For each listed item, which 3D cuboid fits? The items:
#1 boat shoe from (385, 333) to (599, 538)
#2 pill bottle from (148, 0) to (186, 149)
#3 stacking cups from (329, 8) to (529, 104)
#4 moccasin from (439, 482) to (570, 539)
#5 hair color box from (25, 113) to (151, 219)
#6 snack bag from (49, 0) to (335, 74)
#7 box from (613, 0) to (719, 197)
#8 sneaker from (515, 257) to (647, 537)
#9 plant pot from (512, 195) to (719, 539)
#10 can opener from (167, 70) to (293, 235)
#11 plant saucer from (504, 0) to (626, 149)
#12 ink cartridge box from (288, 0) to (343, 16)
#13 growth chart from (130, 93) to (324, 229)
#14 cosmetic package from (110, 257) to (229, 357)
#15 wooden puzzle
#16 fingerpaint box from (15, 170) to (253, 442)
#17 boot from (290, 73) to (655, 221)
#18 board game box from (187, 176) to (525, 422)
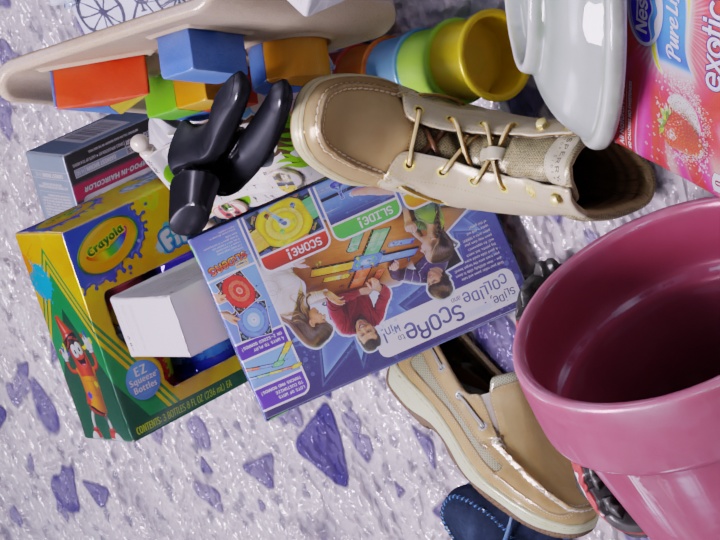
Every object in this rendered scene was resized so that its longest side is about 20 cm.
[{"bbox_3d":[0.096,0.102,1.766,0.200,0.072,0.076,41,125,28],"label":"boat shoe"},{"bbox_3d":[-0.099,-0.160,1.804,0.114,0.114,0.201,39,140,32],"label":"pill bottle"},{"bbox_3d":[0.030,-0.138,1.695,0.200,0.060,0.061,1,113,55],"label":"stacking cups"},{"bbox_3d":[0.122,0.224,1.806,0.200,0.068,0.081,39,139,33],"label":"moccasin"},{"bbox_3d":[-0.188,-0.018,2.035,0.061,0.099,0.201,9,119,50],"label":"hair color box"},{"bbox_3d":[-0.132,-0.198,1.698,0.188,0.021,0.201,-6,123,30],"label":"snack bag"},{"bbox_3d":[0.208,-0.153,1.407,0.100,0.095,0.201,32,135,40],"label":"box"},{"bbox_3d":[0.156,0.090,1.660,0.098,0.071,0.201,64,-177,-65],"label":"sneaker"},{"bbox_3d":[0.212,0.084,1.496,0.200,0.200,0.179,13,138,49],"label":"plant pot"},{"bbox_3d":[-0.079,-0.082,1.627,0.200,0.063,0.079,135,134,-64],"label":"can opener"},{"bbox_3d":[0.114,-0.169,1.472,0.200,0.050,0.201,175,90,-87],"label":"plant saucer"},{"bbox_3d":[-0.063,-0.260,1.512,0.200,0.068,0.116,44,143,25],"label":"ink cartridge box"},{"bbox_3d":[-0.060,-0.080,1.765,0.199,0.018,0.145,-10,146,27],"label":"growth chart"},{"bbox_3d":[-0.071,0.003,1.798,0.082,0.200,0.051,-6,107,55],"label":"cosmetic package"},{"bbox_3d":[-0.101,-0.130,1.613,0.199,0.185,0.047,-19,78,35],"label":"wooden puzzle"},{"bbox_3d":[-0.135,0.011,1.891,0.073,0.200,0.168,1,112,52],"label":"fingerpaint box"},{"bbox_3d":[0.071,-0.074,1.578,0.155,0.200,0.073,8,83,49],"label":"boot"},{"bbox_3d":[0.000,0.000,1.713,0.034,0.199,0.136,-125,12,-84],"label":"board game box"}]
